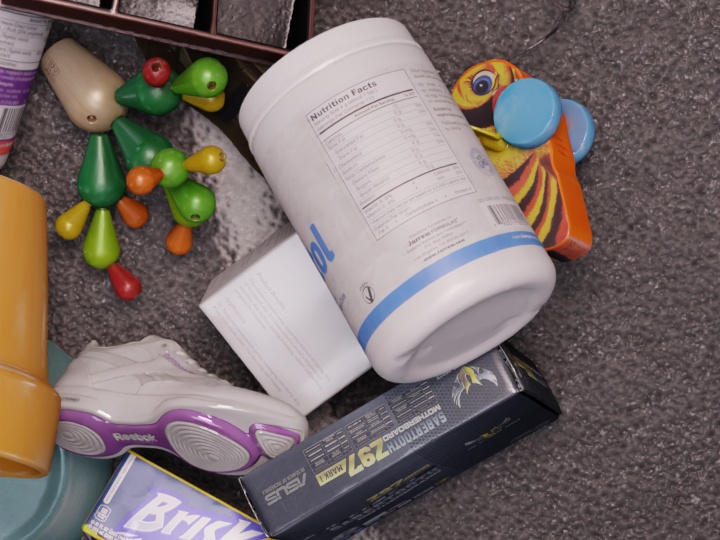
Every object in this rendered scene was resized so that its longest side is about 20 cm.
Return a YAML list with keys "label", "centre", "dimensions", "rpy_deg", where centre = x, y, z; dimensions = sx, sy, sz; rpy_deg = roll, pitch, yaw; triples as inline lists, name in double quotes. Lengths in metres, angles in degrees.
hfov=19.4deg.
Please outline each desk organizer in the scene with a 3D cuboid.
- label: "desk organizer"
  centre: [-0.125, -0.184, 1.341]
  dimensions: [0.199, 0.077, 0.072]
  rpy_deg: [11, 90, -14]

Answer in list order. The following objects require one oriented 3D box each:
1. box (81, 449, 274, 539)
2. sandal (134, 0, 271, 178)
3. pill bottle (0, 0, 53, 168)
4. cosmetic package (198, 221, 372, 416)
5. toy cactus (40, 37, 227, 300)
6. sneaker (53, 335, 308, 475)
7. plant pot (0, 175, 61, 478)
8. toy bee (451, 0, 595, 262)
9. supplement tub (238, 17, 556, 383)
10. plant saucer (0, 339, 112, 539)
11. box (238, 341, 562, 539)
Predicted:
- label: "box"
  centre: [-0.094, 0.207, 1.485]
  dimensions: [0.200, 0.064, 0.070]
  rpy_deg: [28, 74, 7]
- label: "sandal"
  centre: [-0.082, -0.140, 1.438]
  dimensions: [0.200, 0.055, 0.082]
  rpy_deg: [45, 130, -8]
- label: "pill bottle"
  centre: [-0.263, -0.176, 1.412]
  dimensions: [0.111, 0.111, 0.200]
  rpy_deg: [20, 102, -2]
- label: "cosmetic package"
  centre: [0.000, 0.000, 1.457]
  dimensions: [0.200, 0.081, 0.113]
  rpy_deg: [-35, 99, 8]
- label: "toy cactus"
  centre: [-0.165, -0.086, 1.431]
  dimensions: [0.165, 0.102, 0.200]
  rpy_deg: [48, 139, 17]
- label: "sneaker"
  centre: [-0.125, 0.083, 1.453]
  dimensions: [0.200, 0.100, 0.075]
  rpy_deg: [6, 137, 22]
- label: "plant pot"
  centre: [-0.288, 0.029, 1.401]
  dimensions: [0.200, 0.200, 0.184]
  rpy_deg: [10, 78, 0]
- label: "toy bee"
  centre: [0.103, -0.097, 1.430]
  dimensions: [0.109, 0.200, 0.131]
  rpy_deg: [-11, 140, 32]
- label: "supplement tub"
  centre: [0.023, -0.043, 1.325]
  dimensions: [0.132, 0.132, 0.200]
  rpy_deg: [-34, 70, 9]
- label: "plant saucer"
  centre: [-0.280, 0.134, 1.519]
  dimensions: [0.199, 0.036, 0.201]
  rpy_deg: [0, 102, 2]
- label: "box"
  centre: [0.031, 0.120, 1.439]
  dimensions: [0.200, 0.158, 0.051]
  rpy_deg: [-31, 73, 7]
